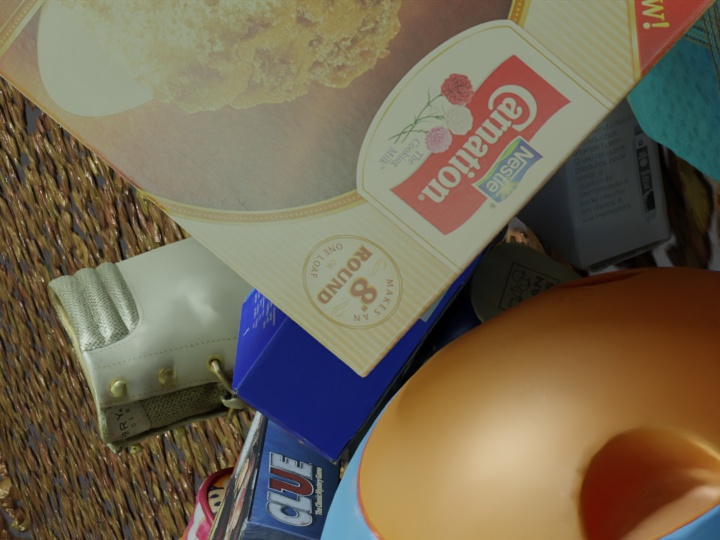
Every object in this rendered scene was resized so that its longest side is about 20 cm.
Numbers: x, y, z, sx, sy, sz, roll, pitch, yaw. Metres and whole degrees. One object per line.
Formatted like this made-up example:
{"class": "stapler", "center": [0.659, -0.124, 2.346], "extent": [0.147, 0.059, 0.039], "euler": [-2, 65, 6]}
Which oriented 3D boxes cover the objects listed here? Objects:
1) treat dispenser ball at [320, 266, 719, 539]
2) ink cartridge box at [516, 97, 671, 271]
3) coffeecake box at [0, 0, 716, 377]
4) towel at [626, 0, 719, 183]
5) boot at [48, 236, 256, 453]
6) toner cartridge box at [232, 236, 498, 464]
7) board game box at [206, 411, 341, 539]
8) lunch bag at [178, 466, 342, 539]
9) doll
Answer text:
{"class": "treat dispenser ball", "center": [0.086, 0.099, 0.826], "extent": [0.201, 0.200, 0.201], "euler": [158, 90, -76]}
{"class": "ink cartridge box", "center": [0.033, -0.126, 1.018], "extent": [0.200, 0.041, 0.200], "euler": [45, 152, 56]}
{"class": "coffeecake box", "center": [-0.022, -0.096, 0.793], "extent": [0.200, 0.154, 0.073], "euler": [40, -153, -5]}
{"class": "towel", "center": [0.116, -0.077, 0.831], "extent": [0.200, 0.022, 0.147], "euler": [38, 147, 61]}
{"class": "boot", "center": [-0.038, 0.051, 1.303], "extent": [0.073, 0.155, 0.200], "euler": [89, 155, -54]}
{"class": "toner cartridge box", "center": [0.000, 0.000, 1.039], "extent": [0.043, 0.095, 0.200], "euler": [36, -174, -6]}
{"class": "board game box", "center": [-0.056, 0.156, 1.158], "extent": [0.136, 0.035, 0.200], "euler": [-86, 16, -69]}
{"class": "lunch bag", "center": [0.012, 0.180, 1.301], "extent": [0.082, 0.176, 0.200], "euler": [-60, 34, 34]}
{"class": "doll", "center": [0.029, 0.039, 1.053], "extent": [0.200, 0.048, 0.137], "euler": [145, 138, -71]}
